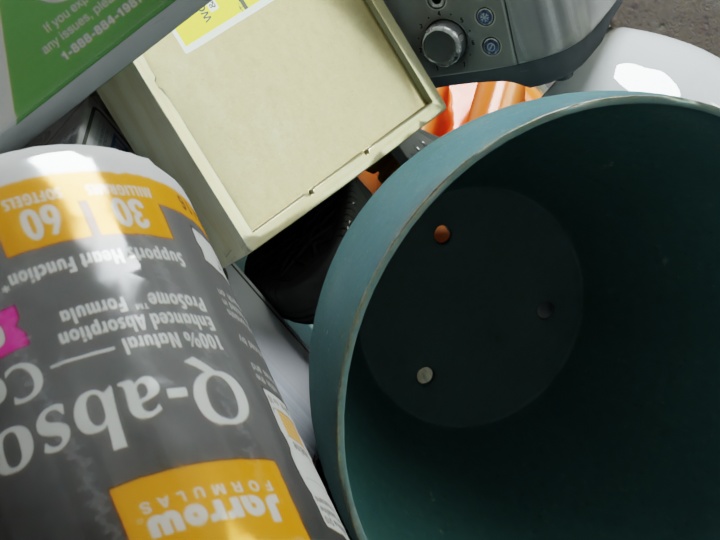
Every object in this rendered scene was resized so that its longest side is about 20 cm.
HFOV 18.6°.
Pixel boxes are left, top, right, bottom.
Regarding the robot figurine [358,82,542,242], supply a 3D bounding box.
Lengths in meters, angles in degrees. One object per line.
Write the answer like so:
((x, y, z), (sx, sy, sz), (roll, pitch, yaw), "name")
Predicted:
((0.047, -0.032, 1.151), (0.201, 0.143, 0.117), (86, -21, -57), "robot figurine")

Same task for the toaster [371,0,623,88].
((0.052, -0.164, 0.916), (0.200, 0.113, 0.130), (-56, 136, -55), "toaster")

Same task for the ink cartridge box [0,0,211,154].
((-0.156, -0.136, 0.721), (0.201, 0.146, 0.084), (55, 15, -3), "ink cartridge box")

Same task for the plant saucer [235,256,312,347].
((-0.040, 0.016, 0.983), (0.200, 0.036, 0.200), (51, 15, -19), "plant saucer")

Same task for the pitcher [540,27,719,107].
((0.170, -0.022, 0.916), (0.200, 0.172, 0.121), (44, -6, 6), "pitcher")

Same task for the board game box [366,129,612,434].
((0.105, 0.024, 0.989), (0.199, 0.026, 0.200), (21, 27, -46), "board game box")

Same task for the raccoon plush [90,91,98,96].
((-0.077, -0.142, 0.931), (0.097, 0.134, 0.200), (57, 42, -14), "raccoon plush")

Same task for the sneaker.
((-0.002, 0.002, 0.930), (0.104, 0.060, 0.200), (49, 4, -20), "sneaker")

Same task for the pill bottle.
((-0.065, 0.074, 0.602), (0.116, 0.116, 0.201), (32, 26, -57), "pill bottle")

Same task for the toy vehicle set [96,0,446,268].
((-0.061, -0.115, 0.814), (0.124, 0.026, 0.201), (-36, 97, -41), "toy vehicle set")

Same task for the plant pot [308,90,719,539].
((0.064, 0.027, 0.786), (0.200, 0.200, 0.135), (49, -6, -23), "plant pot")

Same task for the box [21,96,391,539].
((-0.061, 0.046, 0.793), (0.200, 0.060, 0.117), (51, 15, -18), "box")
